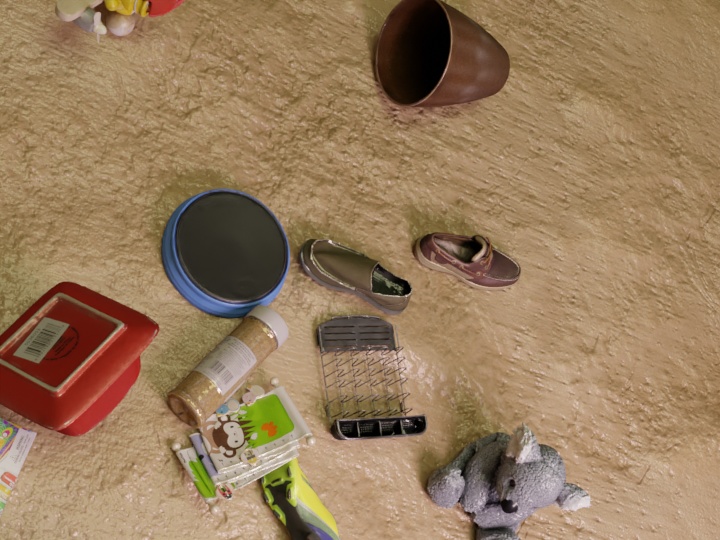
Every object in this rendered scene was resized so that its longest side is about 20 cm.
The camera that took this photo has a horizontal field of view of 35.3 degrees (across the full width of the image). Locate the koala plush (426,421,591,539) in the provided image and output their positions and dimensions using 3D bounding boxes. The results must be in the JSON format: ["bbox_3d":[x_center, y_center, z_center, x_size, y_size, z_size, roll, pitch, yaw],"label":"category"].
[{"bbox_3d":[0.238,0.312,1.694,0.178,0.200,0.184,49,57,-1],"label":"koala plush"}]

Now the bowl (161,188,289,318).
[{"bbox_3d":[-0.199,-0.030,1.700,0.199,0.039,0.203,10,66,-23],"label":"bowl"}]

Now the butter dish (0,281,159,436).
[{"bbox_3d":[-0.375,0.140,1.486,0.198,0.149,0.200,21,54,29],"label":"butter dish"}]

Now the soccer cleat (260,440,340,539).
[{"bbox_3d":[-0.083,0.336,1.613,0.083,0.064,0.202,1,60,-60],"label":"soccer cleat"}]

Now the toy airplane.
[{"bbox_3d":[-0.382,-0.428,1.722,0.198,0.142,0.199,-13,39,-22],"label":"toy airplane"}]

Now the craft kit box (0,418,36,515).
[{"bbox_3d":[-0.536,0.258,1.408,0.196,0.049,0.202,25,61,-14],"label":"craft kit box"}]

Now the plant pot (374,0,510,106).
[{"bbox_3d":[0.159,-0.364,1.954,0.199,0.186,0.189,4,68,-42],"label":"plant pot"}]

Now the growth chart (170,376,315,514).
[{"bbox_3d":[-0.165,0.239,1.592,0.199,0.018,0.145,-30,60,-27],"label":"growth chart"}]

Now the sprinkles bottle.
[{"bbox_3d":[-0.188,0.135,1.622,0.068,0.068,0.200,46,57,-4],"label":"sprinkles bottle"}]

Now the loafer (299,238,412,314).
[{"bbox_3d":[0.000,0.000,1.773,0.199,0.070,0.076,24,61,-17],"label":"loafer"}]

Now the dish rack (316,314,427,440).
[{"bbox_3d":[0.012,0.161,1.724,0.152,0.055,0.202,1,70,-28],"label":"dish rack"}]

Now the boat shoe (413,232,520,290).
[{"bbox_3d":[0.189,-0.022,1.879,0.198,0.072,0.073,19,63,-20],"label":"boat shoe"}]
